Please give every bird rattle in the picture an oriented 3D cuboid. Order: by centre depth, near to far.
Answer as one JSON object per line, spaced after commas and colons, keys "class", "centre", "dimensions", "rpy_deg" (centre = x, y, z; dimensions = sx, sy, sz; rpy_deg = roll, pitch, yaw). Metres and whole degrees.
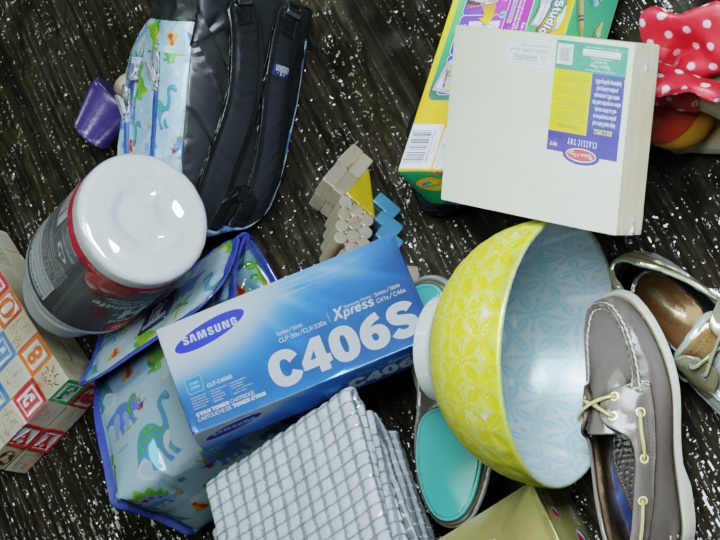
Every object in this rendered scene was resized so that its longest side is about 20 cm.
{"class": "bird rattle", "centre": [0.240, -0.117, 1.559], "dimensions": [0.163, 0.200, 0.113], "rpy_deg": [-7, 73, 54]}

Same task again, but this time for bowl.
{"class": "bowl", "centre": [0.104, 0.060, 1.583], "dimensions": [0.107, 0.200, 0.201], "rpy_deg": [0, 78, 32]}

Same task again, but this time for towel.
{"class": "towel", "centre": [-0.026, 0.214, 1.623], "dimensions": [0.165, 0.086, 0.200], "rpy_deg": [-36, 47, 21]}

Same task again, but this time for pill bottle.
{"class": "pill bottle", "centre": [-0.210, -0.012, 1.756], "dimensions": [0.200, 0.110, 0.111], "rpy_deg": [-36, 56, 58]}

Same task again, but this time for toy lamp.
{"class": "toy lamp", "centre": [-0.181, -0.194, 1.898], "dimensions": [0.200, 0.058, 0.058], "rpy_deg": [-50, 59, 10]}

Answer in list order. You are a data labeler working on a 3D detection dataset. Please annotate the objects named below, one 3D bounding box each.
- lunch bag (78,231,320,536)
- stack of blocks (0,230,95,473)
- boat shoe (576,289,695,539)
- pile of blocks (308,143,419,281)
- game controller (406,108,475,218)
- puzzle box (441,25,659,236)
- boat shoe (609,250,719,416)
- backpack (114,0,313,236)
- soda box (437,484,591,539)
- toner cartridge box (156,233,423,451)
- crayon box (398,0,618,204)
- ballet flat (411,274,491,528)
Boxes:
{"class": "lunch bag", "centre": [-0.135, 0.086, 1.771], "dimensions": [0.170, 0.127, 0.200], "rpy_deg": [-33, 50, 23]}
{"class": "stack of blocks", "centre": [-0.327, 0.068, 1.919], "dimensions": [0.115, 0.059, 0.200], "rpy_deg": [-44, 61, 15]}
{"class": "boat shoe", "centre": [0.193, 0.116, 1.562], "dimensions": [0.072, 0.059, 0.201], "rpy_deg": [-6, 95, 55]}
{"class": "pile of blocks", "centre": [0.000, 0.000, 1.752], "dimensions": [0.062, 0.082, 0.201], "rpy_deg": [126, 147, -61]}
{"class": "game controller", "centre": [0.126, -0.115, 1.713], "dimensions": [0.199, 0.042, 0.105], "rpy_deg": [-19, 55, 25]}
{"class": "puzzle box", "centre": [0.131, -0.102, 1.525], "dimensions": [0.200, 0.025, 0.134], "rpy_deg": [16, 103, 53]}
{"class": "boat shoe", "centre": [0.257, 0.058, 1.570], "dimensions": [0.200, 0.068, 0.075], "rpy_deg": [40, 100, 31]}
{"class": "backpack", "centre": [-0.127, -0.129, 1.802], "dimensions": [0.153, 0.163, 0.201], "rpy_deg": [-7, 85, 37]}
{"class": "soda box", "centre": [0.079, 0.240, 1.632], "dimensions": [0.200, 0.068, 0.064], "rpy_deg": [-35, 62, 19]}
{"class": "toner cartridge box", "centre": [-0.047, 0.055, 1.645], "dimensions": [0.199, 0.043, 0.095], "rpy_deg": [-23, 65, 0]}
{"class": "crayon box", "centre": [0.118, -0.150, 1.671], "dimensions": [0.118, 0.058, 0.201], "rpy_deg": [4, 68, 37]}
{"class": "ballet flat", "centre": [0.075, 0.102, 1.670], "dimensions": [0.067, 0.064, 0.201], "rpy_deg": [-15, 73, 25]}
